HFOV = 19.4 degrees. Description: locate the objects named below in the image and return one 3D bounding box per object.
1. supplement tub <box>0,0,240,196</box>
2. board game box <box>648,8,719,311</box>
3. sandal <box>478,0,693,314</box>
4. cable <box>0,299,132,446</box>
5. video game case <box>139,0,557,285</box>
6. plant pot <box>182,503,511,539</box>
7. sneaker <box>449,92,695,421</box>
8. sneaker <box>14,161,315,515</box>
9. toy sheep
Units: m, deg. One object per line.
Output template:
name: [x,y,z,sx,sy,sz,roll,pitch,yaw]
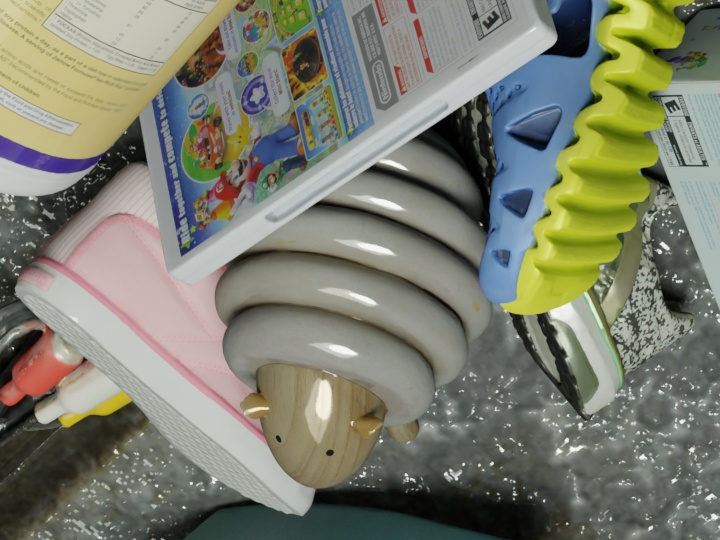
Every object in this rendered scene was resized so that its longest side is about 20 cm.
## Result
supplement tub: [-0.105,-0.143,0.794,0.145,0.146,0.200,40,112,-14]
board game box: [0.230,-0.036,0.886,0.199,0.064,0.148,4,129,47]
sandal: [0.083,-0.081,0.883,0.086,0.079,0.202,14,85,27]
cable: [-0.182,0.081,1.070,0.200,0.051,0.097,-44,143,23]
video game case: [-0.016,-0.101,0.902,0.199,0.144,0.018,-32,141,24]
plant pot: [-0.016,0.205,1.057,0.199,0.141,0.142,15,126,35]
sneaker: [0.102,-0.035,0.974,0.088,0.077,0.201,-25,116,-13]
sneaker: [-0.067,0.029,1.008,0.075,0.105,0.200,10,149,50]
toy sheep: [0.000,0.000,0.943,0.137,0.202,0.138,10,160,4]
